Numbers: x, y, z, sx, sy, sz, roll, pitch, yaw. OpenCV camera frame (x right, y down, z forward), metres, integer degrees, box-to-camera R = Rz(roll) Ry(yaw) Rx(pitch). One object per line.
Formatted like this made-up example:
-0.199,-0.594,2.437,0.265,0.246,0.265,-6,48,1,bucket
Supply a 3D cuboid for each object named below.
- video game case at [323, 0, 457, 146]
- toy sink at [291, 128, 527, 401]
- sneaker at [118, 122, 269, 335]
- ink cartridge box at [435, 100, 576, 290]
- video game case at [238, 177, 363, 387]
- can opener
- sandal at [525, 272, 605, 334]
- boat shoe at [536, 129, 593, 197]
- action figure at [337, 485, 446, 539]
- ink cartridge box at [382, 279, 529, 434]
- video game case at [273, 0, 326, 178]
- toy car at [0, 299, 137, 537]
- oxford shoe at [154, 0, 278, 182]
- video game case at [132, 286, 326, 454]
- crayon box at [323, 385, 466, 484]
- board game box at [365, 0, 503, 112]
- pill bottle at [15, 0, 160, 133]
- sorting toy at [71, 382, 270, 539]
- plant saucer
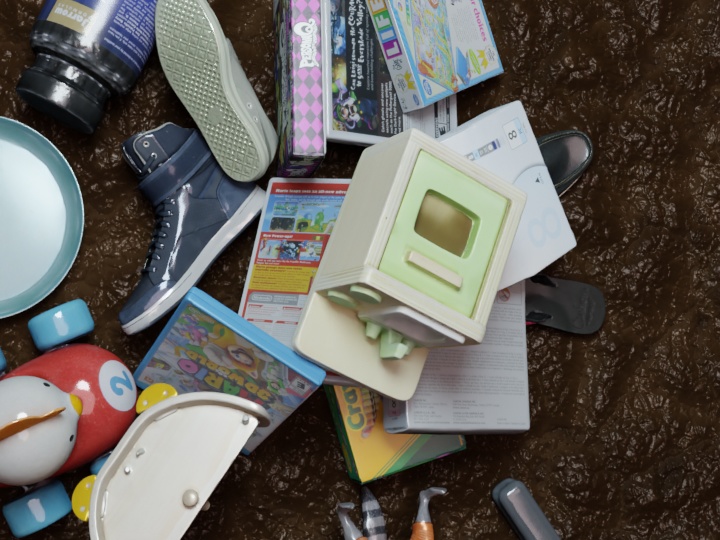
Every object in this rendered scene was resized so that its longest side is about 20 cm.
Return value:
0.028,-0.226,1.210,0.180,0.023,0.203,3,84,-40,video game case
0.044,0.001,1.022,0.130,0.112,0.202,27,74,-21,toy sink
-0.203,-0.050,1.148,0.146,0.077,0.203,45,68,-17,sneaker
0.111,-0.055,1.135,0.199,0.047,0.161,-31,103,-37,ink cartridge box
-0.044,0.007,1.115,0.142,0.017,0.202,3,71,25,video game case
0.196,0.313,1.221,0.066,0.053,0.201,-30,91,-12,can opener
0.174,0.027,1.245,0.198,0.045,0.076,7,85,-11,sandal
0.172,-0.092,1.246,0.199,0.068,0.072,-28,92,-15,boat shoe
0.053,0.319,1.188,0.199,0.104,0.196,-5,93,-40,action figure
0.096,0.061,1.167,0.161,0.057,0.202,6,75,-35,ink cartridge box
-0.062,-0.195,1.145,0.035,0.181,0.203,-1,86,-9,video game case
-0.286,0.135,1.058,0.175,0.200,0.186,-24,91,-13,toy car
-0.139,-0.183,1.138,0.075,0.058,0.202,-20,102,30,oxford shoe
-0.130,0.101,1.101,0.142,0.200,0.018,33,55,-7,video game case
0.021,0.103,1.199,0.118,0.058,0.202,-16,88,-13,crayon box
0.067,-0.280,1.210,0.134,0.034,0.202,-27,103,-38,board game box
-0.253,-0.242,1.144,0.111,0.112,0.202,26,80,-9,pill bottle
-0.170,0.203,1.092,0.106,0.180,0.201,31,77,15,sorting toy
-0.372,-0.051,1.145,0.198,0.027,0.203,1,85,-13,plant saucer
